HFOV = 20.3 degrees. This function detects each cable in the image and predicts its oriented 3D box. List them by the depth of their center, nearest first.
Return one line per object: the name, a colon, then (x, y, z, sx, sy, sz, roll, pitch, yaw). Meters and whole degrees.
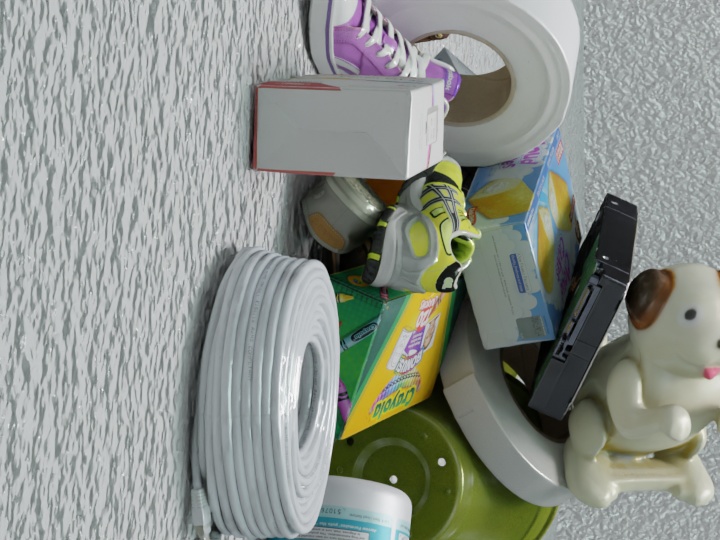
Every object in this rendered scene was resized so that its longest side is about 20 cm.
cable: (-0.062, 0.085, 1.393, 0.200, 0.069, 0.201, -53, 145, -70)

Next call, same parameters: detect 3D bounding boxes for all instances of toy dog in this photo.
toy dog: (0.266, 0.083, 1.726, 0.194, 0.139, 0.200, -96, -160, -45)

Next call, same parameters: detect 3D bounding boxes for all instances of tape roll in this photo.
tape roll: (0.084, -0.185, 1.717, 0.203, 0.202, 0.071, 83, 16, -45)
tape roll: (0.143, 0.112, 1.790, 0.203, 0.037, 0.203, 39, 33, -32)

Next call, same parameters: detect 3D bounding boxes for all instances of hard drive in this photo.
hard drive: (0.197, 0.029, 1.753, 0.200, 0.038, 0.140, -63, 177, -67)

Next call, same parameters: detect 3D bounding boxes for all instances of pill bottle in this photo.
pill bottle: (-0.024, 0.263, 1.539, 0.111, 0.110, 0.201, 60, 35, -71)

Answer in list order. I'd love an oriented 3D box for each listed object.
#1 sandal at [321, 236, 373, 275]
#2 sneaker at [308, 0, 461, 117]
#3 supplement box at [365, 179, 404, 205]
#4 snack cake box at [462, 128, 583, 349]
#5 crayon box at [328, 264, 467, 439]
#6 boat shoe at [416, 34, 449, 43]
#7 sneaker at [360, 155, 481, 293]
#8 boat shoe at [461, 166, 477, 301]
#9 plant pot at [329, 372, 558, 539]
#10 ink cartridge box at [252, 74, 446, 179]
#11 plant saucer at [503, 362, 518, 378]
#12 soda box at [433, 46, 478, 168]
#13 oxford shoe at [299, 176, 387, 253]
sandal: (0.000, 0.000, 1.719, 0.200, 0.054, 0.082, -53, 145, -71)
sneaker: (0.023, -0.179, 1.631, 0.201, 0.114, 0.073, 72, 25, -59)
supplement box: (0.055, -0.031, 1.940, 0.200, 0.073, 0.127, -21, 115, -78)
snack cake box: (0.140, -0.032, 1.753, 0.200, 0.067, 0.115, -66, 142, -59)
crayon box: (0.016, 0.057, 1.642, 0.200, 0.058, 0.119, -18, 128, -66)
boat shoe: (0.043, -0.284, 1.814, 0.200, 0.070, 0.071, 76, 22, -54)
sneaker: (0.058, -0.030, 1.615, 0.200, 0.076, 0.076, -61, 170, -59)
boat shoe: (0.111, -0.018, 1.855, 0.200, 0.072, 0.063, 68, 35, -46)
plant pot: (0.061, 0.183, 1.803, 0.193, 0.200, 0.201, 5, 89, -69)
ink cartridge box: (-0.002, -0.111, 1.514, 0.200, 0.116, 0.068, -35, 128, -77)
plant saucer: (0.106, 0.076, 2.001, 0.200, 0.048, 0.200, -57, -164, -19)
soda box: (0.094, -0.144, 1.922, 0.068, 0.063, 0.200, -46, -160, 13)
oxford shoe: (-0.014, -0.049, 1.643, 0.058, 0.075, 0.200, -47, -179, 7)
